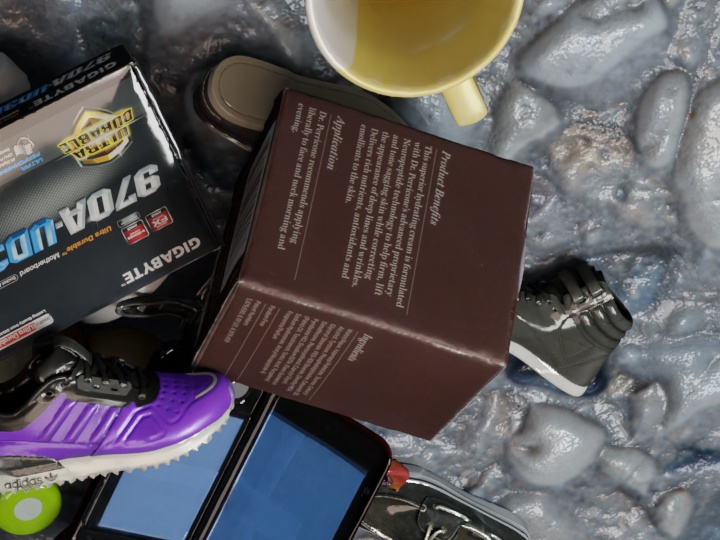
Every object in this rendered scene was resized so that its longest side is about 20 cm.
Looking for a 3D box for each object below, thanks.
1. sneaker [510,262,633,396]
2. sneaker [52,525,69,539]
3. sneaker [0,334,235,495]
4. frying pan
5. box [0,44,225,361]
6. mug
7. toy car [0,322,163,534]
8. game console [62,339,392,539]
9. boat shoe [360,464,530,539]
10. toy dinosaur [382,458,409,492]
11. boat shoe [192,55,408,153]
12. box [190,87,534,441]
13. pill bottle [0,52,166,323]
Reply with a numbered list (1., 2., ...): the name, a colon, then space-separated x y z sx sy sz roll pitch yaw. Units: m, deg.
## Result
1. sneaker: 0.144 0.020 1.417 0.199 0.071 0.099 32 109 -29
2. sneaker: -0.199 0.206 1.422 0.075 0.114 0.201 34 89 -11
3. sneaker: -0.190 0.090 1.217 0.199 0.070 0.100 -14 114 -9
4. frying pan: -0.108 0.018 1.335 0.115 0.031 0.190 -49 158 1
5. box: -0.217 -0.044 1.204 0.199 0.046 0.160 -27 120 -6
6. mug: 0.025 -0.207 1.206 0.148 0.154 0.188 3 122 -10
7. toy car: -0.204 0.105 1.373 0.198 0.165 0.159 1 122 -24
8. game console: -0.104 0.178 1.304 0.172 0.119 0.201 19 101 -41
9. boat shoe: 0.070 0.231 1.530 0.199 0.071 0.072 18 118 -17
10. toy dinosaur: -0.057 0.173 1.436 0.180 0.201 0.105 17 140 13
11. boat shoe: -0.039 -0.107 1.327 0.199 0.073 0.063 22 159 -26
12. box: 0.000 0.000 1.250 0.199 0.167 0.164 18 151 -10
13. pill bottle: -0.232 -0.063 1.281 0.112 0.113 0.200 -33 121 12
